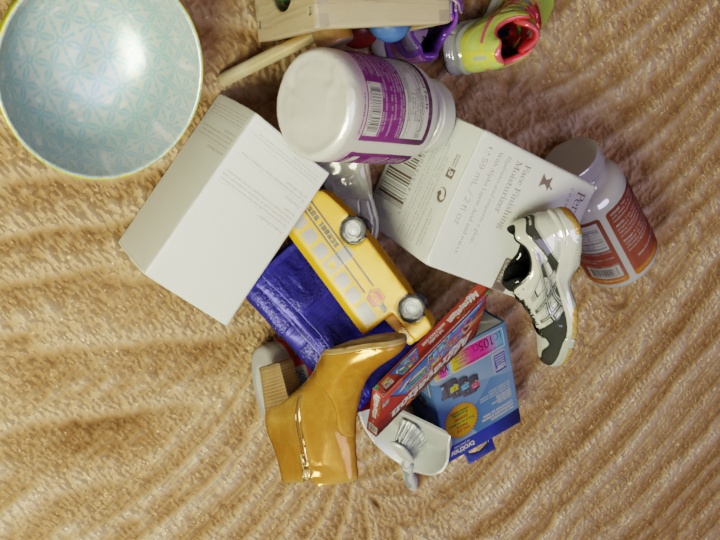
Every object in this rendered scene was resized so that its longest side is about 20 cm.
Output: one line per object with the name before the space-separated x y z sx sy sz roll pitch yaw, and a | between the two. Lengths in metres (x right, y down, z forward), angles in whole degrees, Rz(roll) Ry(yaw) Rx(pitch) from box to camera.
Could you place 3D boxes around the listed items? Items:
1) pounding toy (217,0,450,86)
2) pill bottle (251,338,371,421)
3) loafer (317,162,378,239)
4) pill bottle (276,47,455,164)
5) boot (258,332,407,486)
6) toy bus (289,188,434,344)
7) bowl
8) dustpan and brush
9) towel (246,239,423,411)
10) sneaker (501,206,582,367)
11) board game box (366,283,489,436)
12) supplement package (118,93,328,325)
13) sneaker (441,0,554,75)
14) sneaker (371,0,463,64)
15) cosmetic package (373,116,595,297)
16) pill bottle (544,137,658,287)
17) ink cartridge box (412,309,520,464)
pounding toy | -0.037 -0.276 0.983 0.196 0.183 0.145 -10 101 -26
pill bottle | -0.027 0.125 1.168 0.197 0.112 0.115 -14 115 -25
loafer | -0.018 -0.128 1.114 0.070 0.063 0.204 -9 100 3
pill bottle | 0.014 -0.171 1.003 0.198 0.111 0.115 -5 113 -50
boot | -0.018 0.155 1.025 0.070 0.198 0.147 -13 86 -61
toy bus | 0.000 0.000 1.059 0.078 0.065 0.201 -37 88 8
bowl | -0.261 -0.200 0.907 0.197 0.107 0.204 -15 120 -27
dustpan and brush | 0.066 0.251 1.286 0.058 0.138 0.201 -59 155 -19
towel | -0.024 0.048 1.104 0.200 0.050 0.148 48 64 -1
sneaker | 0.206 0.023 1.102 0.086 0.076 0.204 -8 115 -7
board game box | 0.082 0.107 1.134 0.200 0.019 0.104 -42 158 -27
supplement package | -0.150 -0.067 1.020 0.116 0.117 0.202 36 89 -35
sneaker | 0.187 -0.288 1.130 0.200 0.089 0.079 -43 127 -32
sneaker | 0.088 -0.323 1.078 0.079 0.088 0.203 18 98 -32
cosmetic package | 0.143 -0.082 1.154 0.197 0.165 0.167 18 101 -33
pill bottle | 0.325 -0.081 1.293 0.112 0.112 0.201 -43 124 -8
ink cartridge box | 0.144 0.170 1.308 0.135 0.076 0.203 -25 121 -20
